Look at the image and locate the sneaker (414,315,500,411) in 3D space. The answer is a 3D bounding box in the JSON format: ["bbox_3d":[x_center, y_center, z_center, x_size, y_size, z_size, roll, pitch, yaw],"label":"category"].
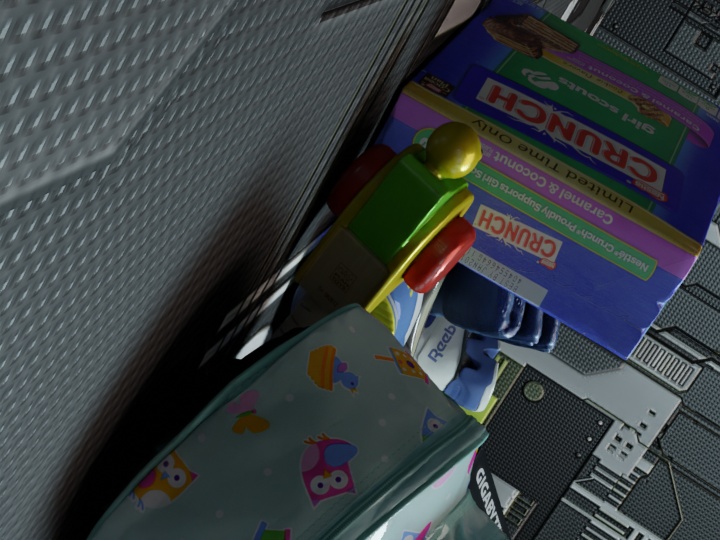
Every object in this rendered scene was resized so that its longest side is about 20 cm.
[{"bbox_3d":[0.046,0.011,1.140,0.081,0.114,0.201,119,-24,-50],"label":"sneaker"}]

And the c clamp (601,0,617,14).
[{"bbox_3d":[0.431,-0.484,2.241,0.171,0.027,0.200,-51,174,-20],"label":"c clamp"}]

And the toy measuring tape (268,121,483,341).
[{"bbox_3d":[0.000,0.000,0.700,0.200,0.073,0.074,-51,179,33],"label":"toy measuring tape"}]

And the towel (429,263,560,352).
[{"bbox_3d":[0.081,-0.017,0.948,0.200,0.048,0.113,-155,-107,-72],"label":"towel"}]

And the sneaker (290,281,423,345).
[{"bbox_3d":[-0.012,0.049,0.815,0.083,0.073,0.201,-59,179,-43],"label":"sneaker"}]

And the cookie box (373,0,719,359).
[{"bbox_3d":[0.110,-0.062,0.787,0.076,0.170,0.200,-64,173,32],"label":"cookie box"}]

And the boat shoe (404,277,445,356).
[{"bbox_3d":[0.017,0.027,0.951,0.201,0.074,0.073,-60,174,32],"label":"boat shoe"}]

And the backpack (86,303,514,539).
[{"bbox_3d":[-0.024,0.112,0.605,0.175,0.153,0.200,-38,160,-15],"label":"backpack"}]

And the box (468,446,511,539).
[{"bbox_3d":[0.023,0.171,0.941,0.046,0.158,0.201,-53,140,-32],"label":"box"}]
